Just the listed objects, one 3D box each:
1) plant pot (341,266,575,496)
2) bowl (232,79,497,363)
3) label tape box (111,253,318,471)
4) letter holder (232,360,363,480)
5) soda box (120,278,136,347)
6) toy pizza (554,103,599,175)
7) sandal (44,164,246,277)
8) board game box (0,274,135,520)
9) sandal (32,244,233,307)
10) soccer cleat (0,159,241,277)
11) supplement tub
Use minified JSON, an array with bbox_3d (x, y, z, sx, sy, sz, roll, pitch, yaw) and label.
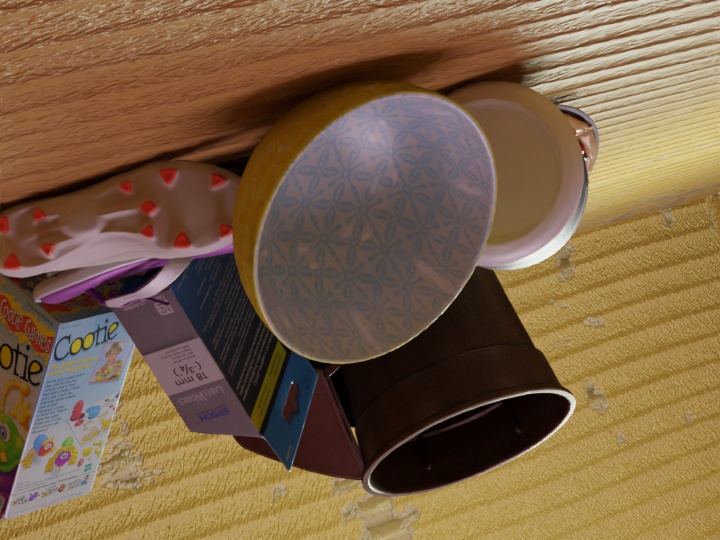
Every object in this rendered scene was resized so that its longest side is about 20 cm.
[{"bbox_3d":[0.061,0.068,1.522,0.198,0.200,0.201,-19,156,-9],"label":"plant pot"},{"bbox_3d":[-0.015,-0.048,1.175,0.199,0.202,0.108,-15,-146,-31],"label":"bowl"},{"bbox_3d":[-0.120,0.062,1.453,0.063,0.201,0.145,-19,-154,22],"label":"label tape box"},{"bbox_3d":[-0.050,0.116,1.711,0.199,0.143,0.100,8,-143,46],"label":"letter holder"},{"bbox_3d":[-0.195,0.034,1.607,0.199,0.065,0.067,14,155,-42],"label":"soda box"},{"bbox_3d":[0.139,-0.073,1.587,0.199,0.032,0.201,-22,146,-15],"label":"toy pizza"},{"bbox_3d":[-0.167,-0.028,1.355,0.199,0.058,0.080,-20,178,19],"label":"sandal"},{"bbox_3d":[-0.278,0.096,1.484,0.104,0.103,0.202,-12,130,-50],"label":"board game box"},{"bbox_3d":[-0.149,0.001,1.288,0.201,0.050,0.082,-18,177,2],"label":"sandal"},{"bbox_3d":[-0.171,-0.036,1.223,0.198,0.070,0.078,-10,-179,-1],"label":"soccer cleat"},{"bbox_3d":[0.113,-0.072,1.378,0.139,0.142,0.200,-18,176,8],"label":"supplement tub"}]
